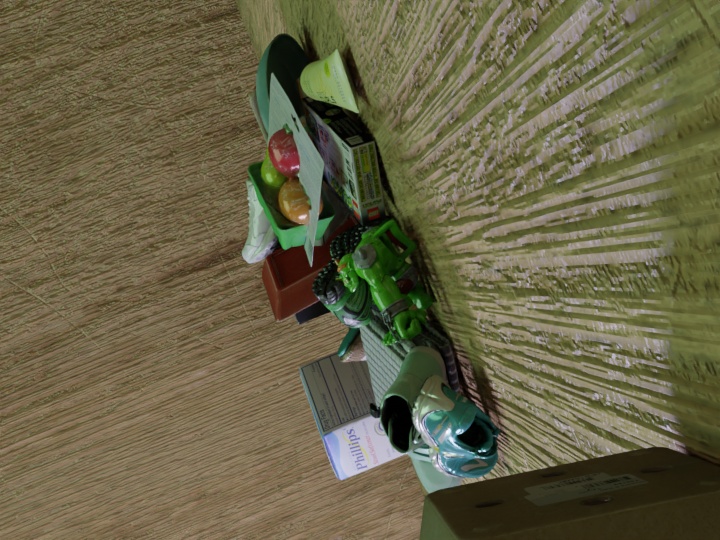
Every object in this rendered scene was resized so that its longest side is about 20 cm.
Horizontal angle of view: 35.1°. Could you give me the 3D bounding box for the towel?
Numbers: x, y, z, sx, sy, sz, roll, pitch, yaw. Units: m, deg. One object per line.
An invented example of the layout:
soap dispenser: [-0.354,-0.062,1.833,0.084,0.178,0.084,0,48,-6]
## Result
towel: [0.076,0.144,1.486,0.200,0.085,0.167,-141,36,-62]

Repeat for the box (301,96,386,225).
box: [-0.024,-0.150,1.497,0.200,0.034,0.111,-128,25,-56]

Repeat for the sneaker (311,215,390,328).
sneaker: [0.000,0.000,1.494,0.086,0.077,0.201,56,-143,-23]

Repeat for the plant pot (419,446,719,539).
plant pot: [0.117,0.189,0.540,0.200,0.197,0.179,137,122,-86]

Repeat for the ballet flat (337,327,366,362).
ballet flat: [0.012,0.092,1.683,0.065,0.071,0.200,39,-157,-9]

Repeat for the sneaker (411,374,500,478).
sneaker: [0.118,0.190,1.271,0.079,0.078,0.200,22,163,32]

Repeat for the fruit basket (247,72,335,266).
fruit basket: [-0.086,-0.136,1.549,0.186,0.093,0.201,60,150,35]

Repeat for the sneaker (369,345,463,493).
sneaker: [0.064,0.204,1.336,0.118,0.073,0.202,-45,-51,-53]

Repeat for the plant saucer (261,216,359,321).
plant saucer: [-0.057,-0.019,1.682,0.037,0.198,0.200,62,179,-21]

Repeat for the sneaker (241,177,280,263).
sneaker: [-0.147,-0.102,1.806,0.099,0.201,0.078,39,-149,10]

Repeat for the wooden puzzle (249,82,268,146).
wooden puzzle: [-0.125,-0.255,1.852,0.201,0.046,0.186,-70,-35,-50]

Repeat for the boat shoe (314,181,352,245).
boat shoe: [-0.037,-0.103,1.706,0.201,0.069,0.072,-81,-11,-59]

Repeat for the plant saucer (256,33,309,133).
plant saucer: [-0.115,-0.264,1.769,0.200,0.036,0.203,-9,-90,-69]

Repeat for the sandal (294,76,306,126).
sandal: [-0.085,-0.203,1.711,0.080,0.059,0.208,72,180,-52]

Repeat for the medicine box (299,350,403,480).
medicine box: [0.022,0.205,1.801,0.183,0.198,0.104,-117,6,-57]

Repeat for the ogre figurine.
ogre figurine: [0.036,0.009,1.379,0.121,0.098,0.200,57,-149,-8]

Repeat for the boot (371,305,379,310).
boot: [0.066,0.113,1.630,0.165,0.065,0.202,3,-108,-81]

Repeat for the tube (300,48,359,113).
tube: [-0.036,-0.235,1.404,0.058,0.052,0.200,28,-177,-16]

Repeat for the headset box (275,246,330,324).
headset box: [-0.049,-0.011,1.854,0.200,0.172,0.094,-125,14,-69]
